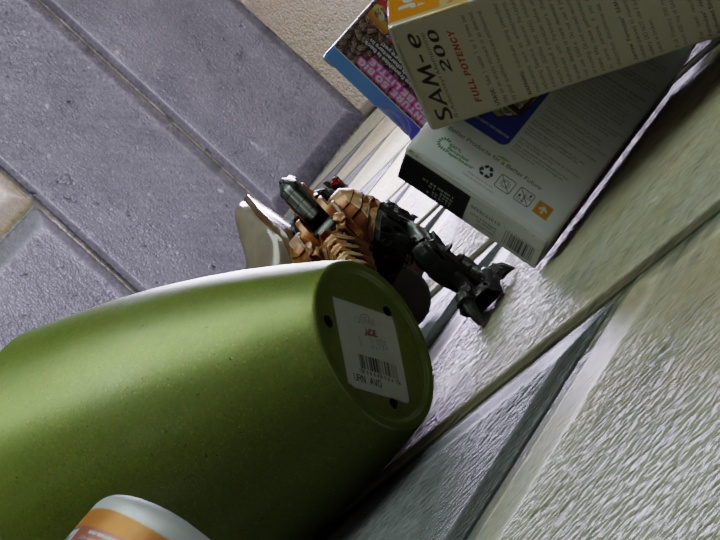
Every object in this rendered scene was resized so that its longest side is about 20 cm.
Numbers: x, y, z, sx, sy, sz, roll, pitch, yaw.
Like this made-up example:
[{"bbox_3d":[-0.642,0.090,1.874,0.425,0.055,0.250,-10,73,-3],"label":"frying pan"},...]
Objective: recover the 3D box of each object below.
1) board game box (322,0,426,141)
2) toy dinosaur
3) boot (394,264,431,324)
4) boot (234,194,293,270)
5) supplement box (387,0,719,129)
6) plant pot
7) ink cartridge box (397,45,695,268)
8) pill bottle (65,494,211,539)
[{"bbox_3d":[0.097,-0.196,1.906,0.200,0.159,0.097,-43,6,43],"label":"board game box"},{"bbox_3d":[0.000,0.000,1.344,0.102,0.136,0.200,-45,6,26],"label":"toy dinosaur"},{"bbox_3d":[0.009,0.010,1.647,0.186,0.065,0.200,-6,5,31],"label":"boot"},{"bbox_3d":[-0.061,0.048,1.494,0.147,0.070,0.200,-59,33,5],"label":"boot"},{"bbox_3d":[0.116,-0.167,1.293,0.199,0.074,0.126,-18,36,11],"label":"supplement box"},{"bbox_3d":[-0.065,0.078,1.234,0.199,0.188,0.187,-28,15,32],"label":"plant pot"},{"bbox_3d":[0.113,-0.100,1.341,0.200,0.094,0.037,-51,-10,-29],"label":"ink cartridge box"},{"bbox_3d":[-0.129,0.204,1.014,0.200,0.112,0.112,-51,5,-23],"label":"pill bottle"}]
